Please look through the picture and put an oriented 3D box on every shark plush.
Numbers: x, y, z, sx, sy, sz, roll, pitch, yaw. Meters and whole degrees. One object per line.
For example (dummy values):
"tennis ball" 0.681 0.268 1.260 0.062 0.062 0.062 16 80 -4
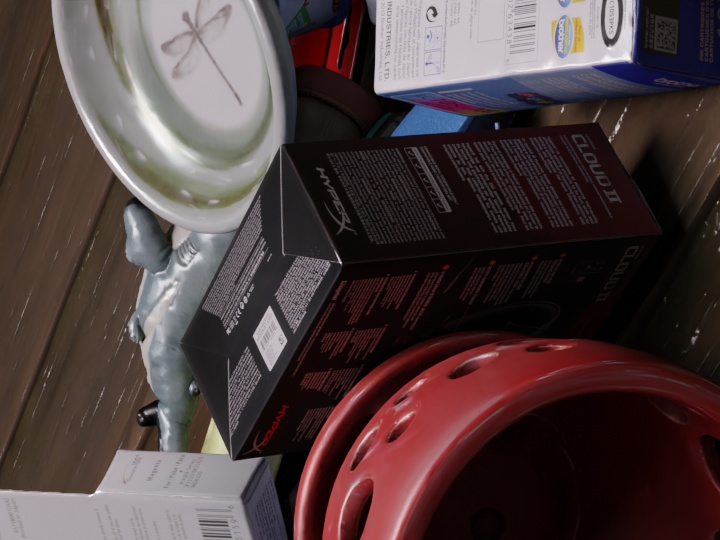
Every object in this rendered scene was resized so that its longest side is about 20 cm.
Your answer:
"shark plush" -0.109 0.035 1.724 0.083 0.091 0.201 14 84 45

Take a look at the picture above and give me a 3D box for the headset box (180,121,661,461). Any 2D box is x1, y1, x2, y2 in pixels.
"headset box" 0.036 0.008 1.301 0.075 0.199 0.149 63 143 30

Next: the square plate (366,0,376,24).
"square plate" 0.055 -0.254 1.428 0.198 0.028 0.201 -24 64 42

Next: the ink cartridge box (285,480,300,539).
"ink cartridge box" 0.018 0.112 1.510 0.200 0.039 0.100 -56 38 45

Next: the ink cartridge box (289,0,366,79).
"ink cartridge box" -0.066 -0.165 1.697 0.200 0.067 0.117 -143 60 -61

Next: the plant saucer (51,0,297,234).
"plant saucer" -0.091 -0.121 1.511 0.200 0.050 0.201 28 130 40

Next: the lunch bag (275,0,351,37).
"lunch bag" -0.080 -0.218 1.555 0.200 0.075 0.161 23 126 47

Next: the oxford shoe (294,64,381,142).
"oxford shoe" -0.047 -0.057 1.588 0.075 0.070 0.200 -63 3 -17

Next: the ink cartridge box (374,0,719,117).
"ink cartridge box" 0.101 -0.150 1.285 0.200 0.076 0.137 -4 82 48

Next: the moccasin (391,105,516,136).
"moccasin" 0.030 -0.016 1.438 0.200 0.068 0.080 -58 24 -6

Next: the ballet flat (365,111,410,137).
"ballet flat" 0.000 0.000 1.491 0.200 0.071 0.069 -55 -27 -29

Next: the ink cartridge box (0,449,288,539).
"ink cartridge box" -0.119 0.191 1.568 0.044 0.173 0.201 -63 -32 -50

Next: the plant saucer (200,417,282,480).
"plant saucer" -0.069 0.105 1.646 0.200 0.031 0.201 -163 90 -83

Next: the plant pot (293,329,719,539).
"plant pot" 0.076 0.121 1.205 0.182 0.199 0.201 -149 66 -70
